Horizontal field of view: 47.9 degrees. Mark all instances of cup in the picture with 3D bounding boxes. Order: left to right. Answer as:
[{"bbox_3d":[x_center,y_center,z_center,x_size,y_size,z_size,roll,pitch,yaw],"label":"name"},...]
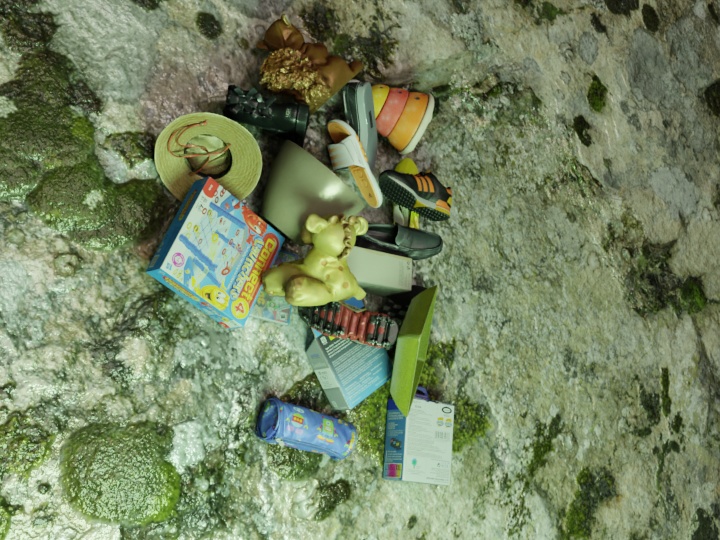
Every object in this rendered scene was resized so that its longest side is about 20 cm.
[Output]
[{"bbox_3d":[-0.112,-0.133,1.573,0.200,0.200,0.144,41,87,-23],"label":"cup"}]

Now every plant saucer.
[{"bbox_3d":[0.103,0.155,1.624,0.200,0.047,0.201,-63,163,-58],"label":"plant saucer"}]

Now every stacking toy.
[{"bbox_3d":[0.050,-0.358,1.778,0.198,0.146,0.147,25,66,-14],"label":"stacking toy"}]

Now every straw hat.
[{"bbox_3d":[-0.283,-0.220,1.503,0.200,0.201,0.085,28,23,-29],"label":"straw hat"}]

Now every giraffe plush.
[{"bbox_3d":[-0.068,-0.028,1.473,0.172,0.198,0.164,-20,120,-62],"label":"giraffe plush"}]

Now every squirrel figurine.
[{"bbox_3d":[-0.123,-0.414,1.617,0.187,0.141,0.200,49,31,-10],"label":"squirrel figurine"}]

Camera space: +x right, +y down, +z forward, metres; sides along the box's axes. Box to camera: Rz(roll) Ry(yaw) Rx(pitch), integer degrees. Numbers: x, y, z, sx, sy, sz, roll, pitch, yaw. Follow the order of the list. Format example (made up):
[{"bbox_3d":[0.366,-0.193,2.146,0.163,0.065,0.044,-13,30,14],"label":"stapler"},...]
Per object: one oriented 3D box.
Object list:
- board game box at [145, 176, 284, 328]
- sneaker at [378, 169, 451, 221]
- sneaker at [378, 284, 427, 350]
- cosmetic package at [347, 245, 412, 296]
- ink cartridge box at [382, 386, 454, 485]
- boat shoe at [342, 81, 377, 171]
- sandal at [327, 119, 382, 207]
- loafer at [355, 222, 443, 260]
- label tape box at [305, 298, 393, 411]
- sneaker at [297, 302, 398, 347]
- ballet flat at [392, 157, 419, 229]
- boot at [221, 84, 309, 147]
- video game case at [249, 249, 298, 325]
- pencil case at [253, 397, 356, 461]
[{"bbox_3d":[-0.257,-0.030,1.470,0.195,0.056,0.201,39,60,-32],"label":"board game box"},{"bbox_3d":[0.119,-0.182,1.741,0.199,0.070,0.091,27,65,-32],"label":"sneaker"},{"bbox_3d":[0.087,0.100,1.738,0.200,0.073,0.089,-39,139,-49],"label":"sneaker"},{"bbox_3d":[0.000,0.000,1.665,0.199,0.103,0.074,13,74,-36],"label":"cosmetic package"},{"bbox_3d":[0.124,0.343,1.706,0.135,0.076,0.202,16,73,-34],"label":"ink cartridge box"},{"bbox_3d":[-0.008,-0.302,1.738,0.074,0.067,0.201,-51,141,-54],"label":"boat shoe"},{"bbox_3d":[-0.021,-0.218,1.708,0.059,0.079,0.208,-33,99,-29],"label":"sandal"},{"bbox_3d":[0.081,-0.065,1.711,0.198,0.071,0.069,3,54,-9],"label":"loafer"},{"bbox_3d":[-0.031,0.158,1.635,0.144,0.063,0.202,-31,99,-38],"label":"label tape box"},{"bbox_3d":[-0.029,0.100,1.566,0.198,0.098,0.072,16,82,-9],"label":"sneaker"},{"bbox_3d":[0.096,-0.154,1.788,0.067,0.066,0.202,7,79,-53],"label":"ballet flat"},{"bbox_3d":[-0.182,-0.296,1.583,0.161,0.198,0.074,12,83,-3],"label":"boot"},{"bbox_3d":[-0.214,0.015,1.554,0.199,0.018,0.145,17,72,-33],"label":"video game case"},{"bbox_3d":[-0.101,0.306,1.541,0.199,0.078,0.087,24,38,-31],"label":"pencil case"}]
